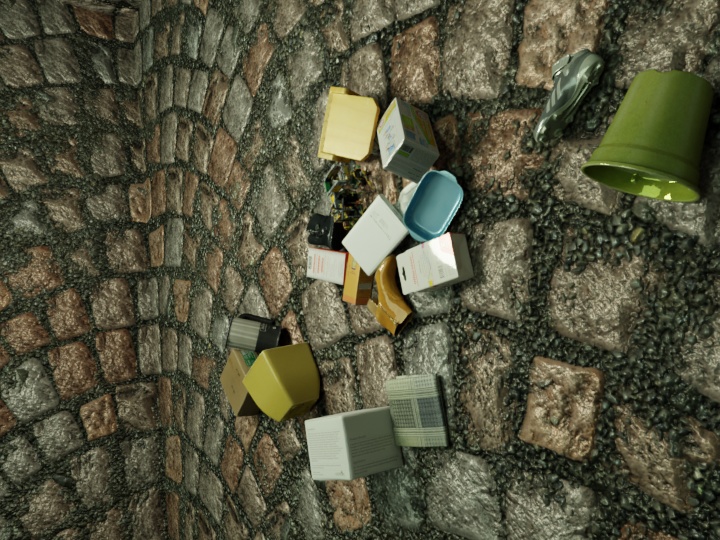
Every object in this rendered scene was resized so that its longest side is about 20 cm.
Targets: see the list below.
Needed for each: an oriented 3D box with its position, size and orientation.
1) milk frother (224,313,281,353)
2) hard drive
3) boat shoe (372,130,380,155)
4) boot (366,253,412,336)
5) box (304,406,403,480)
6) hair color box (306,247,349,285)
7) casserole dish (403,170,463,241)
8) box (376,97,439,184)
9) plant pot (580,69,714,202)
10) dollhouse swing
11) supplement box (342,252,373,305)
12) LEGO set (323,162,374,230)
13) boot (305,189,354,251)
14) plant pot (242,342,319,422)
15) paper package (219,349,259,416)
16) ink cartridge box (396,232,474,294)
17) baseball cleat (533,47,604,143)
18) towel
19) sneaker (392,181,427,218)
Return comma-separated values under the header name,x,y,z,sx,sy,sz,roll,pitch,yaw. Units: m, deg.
name,x,y,z,sx,sy,sz,roll,pitch,yaw
milk frother,-0.403,0.275,2.078,0.181,0.187,0.201,-116,40,-78
hard drive,0.042,-0.097,1.570,0.132,0.027,0.200,51,128,14
boat shoe,0.034,-0.374,1.639,0.202,0.074,0.086,52,126,40
boot,0.099,0.071,1.574,0.144,0.070,0.202,39,122,36
box,-0.022,0.494,1.606,0.199,0.198,0.173,-22,72,48
hair color box,-0.091,-0.015,1.801,0.199,0.061,0.102,12,99,49
casserole dish,0.191,-0.167,1.447,0.121,0.039,0.201,35,121,14
box,0.120,-0.341,1.458,0.101,0.112,0.201,-51,31,37
plant pot,0.518,-0.239,0.982,0.200,0.200,0.185,22,95,48
dollhouse swing,-0.011,-0.408,1.620,0.175,0.182,0.201,15,101,19
supplement box,0.000,0.000,1.687,0.066,0.068,0.202,19,106,48
LEGO set,-0.024,-0.232,1.648,0.116,0.153,0.202,141,128,-63
boot,-0.105,-0.170,1.804,0.168,0.076,0.202,21,102,51
plant pot,-0.250,0.393,1.902,0.196,0.193,0.201,-53,57,36
paper package,-0.453,0.438,2.209,0.200,0.103,0.191,53,126,37
ink cartridge box,0.189,-0.012,1.455,0.199,0.067,0.117,-22,73,47
baseball cleat,0.424,-0.369,1.182,0.200,0.069,0.107,-53,45,24
towel,0.155,0.383,1.531,0.199,0.034,0.194,-18,79,47
sneaker,0.140,-0.171,1.527,0.089,0.075,0.200,57,137,16
